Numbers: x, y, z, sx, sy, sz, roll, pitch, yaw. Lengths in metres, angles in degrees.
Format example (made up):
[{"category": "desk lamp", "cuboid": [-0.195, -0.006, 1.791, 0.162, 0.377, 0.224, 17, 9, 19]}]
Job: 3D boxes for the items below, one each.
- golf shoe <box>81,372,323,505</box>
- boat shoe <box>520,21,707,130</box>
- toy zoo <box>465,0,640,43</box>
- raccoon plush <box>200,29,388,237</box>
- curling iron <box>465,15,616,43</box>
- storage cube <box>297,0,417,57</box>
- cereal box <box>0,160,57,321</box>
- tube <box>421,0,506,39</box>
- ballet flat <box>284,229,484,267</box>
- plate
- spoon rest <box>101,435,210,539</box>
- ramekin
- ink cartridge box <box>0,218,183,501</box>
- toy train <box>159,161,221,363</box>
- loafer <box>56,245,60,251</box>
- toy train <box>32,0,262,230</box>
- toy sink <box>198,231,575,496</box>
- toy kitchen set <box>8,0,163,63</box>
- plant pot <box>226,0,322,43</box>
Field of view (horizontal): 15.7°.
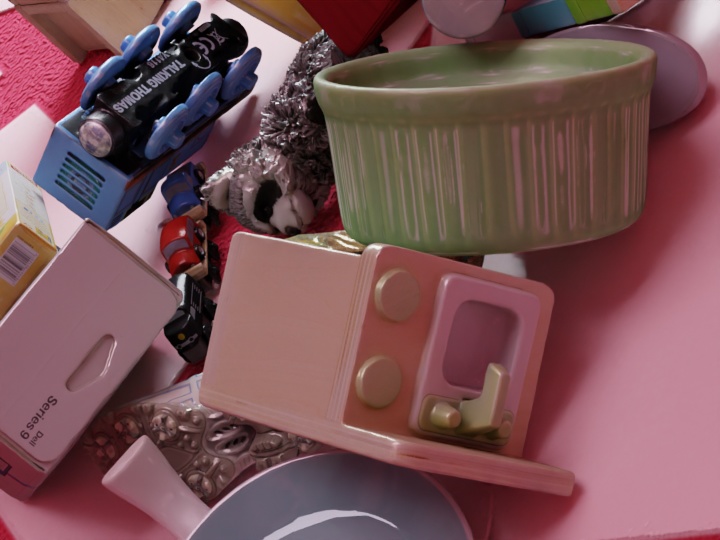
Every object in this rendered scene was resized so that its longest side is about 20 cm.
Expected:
[{"category": "golf shoe", "cuboid": [-0.081, 0.091, 1.632, 0.199, 0.079, 0.097, -16, 19, 35]}, {"category": "boat shoe", "cuboid": [0.129, -0.118, 1.623, 0.199, 0.069, 0.057, -2, 5, 33]}, {"category": "toy zoo", "cuboid": [0.148, -0.187, 1.660, 0.131, 0.021, 0.200, -36, 13, -26]}, {"category": "raccoon plush", "cuboid": [-0.035, -0.109, 1.779, 0.134, 0.097, 0.200, -29, 33, 31]}, {"category": "curling iron", "cuboid": [0.139, -0.168, 1.708, 0.200, 0.026, 0.050, -29, 32, 23]}, {"category": "storage cube", "cuboid": [0.015, -0.275, 1.661, 0.200, 0.171, 0.180, -44, -1, -24]}, {"category": "cereal box", "cuboid": [-0.271, 0.008, 1.802, 0.144, 0.039, 0.200, -52, 16, 6]}, {"category": "tube", "cuboid": [0.070, -0.181, 1.669, 0.077, 0.051, 0.200, -23, 7, 9]}, {"category": "ballet flat", "cuboid": [0.000, 0.000, 1.641, 0.200, 0.071, 0.071, -7, 46, 46]}, {"category": "plate", "cuboid": [-0.024, 0.190, 1.428, 0.199, 0.026, 0.201, -14, 52, 18]}, {"category": "spoon rest", "cuboid": [-0.077, 0.170, 1.537, 0.099, 0.061, 0.200, -47, 44, -4]}, {"category": "ramekin", "cuboid": [0.075, -0.073, 1.517, 0.199, 0.098, 0.200, -5, 12, 1]}, {"category": "ink cartridge box", "cuboid": [-0.199, 0.062, 1.689, 0.145, 0.087, 0.200, -53, 5, -15]}, {"category": "toy train", "cuboid": [-0.120, -0.012, 1.801, 0.034, 0.046, 0.200, -31, 33, 19]}, {"category": "loafer", "cuboid": [-0.267, 0.045, 1.886, 0.072, 0.063, 0.200, -23, 37, 31]}, {"category": "toy train", "cuboid": [-0.149, -0.115, 1.881, 0.200, 0.087, 0.114, -45, -10, -51]}, {"category": "toy sink", "cuboid": [0.023, 0.046, 1.449, 0.200, 0.130, 0.113, 12, 90, 55]}, {"category": "toy kitchen set", "cuboid": [-0.192, -0.299, 2.100, 0.163, 0.180, 0.200, 1, 57, 49]}, {"category": "plant pot", "cuboid": [-0.030, -0.267, 1.880, 0.189, 0.200, 0.201, -60, 32, 1]}]
